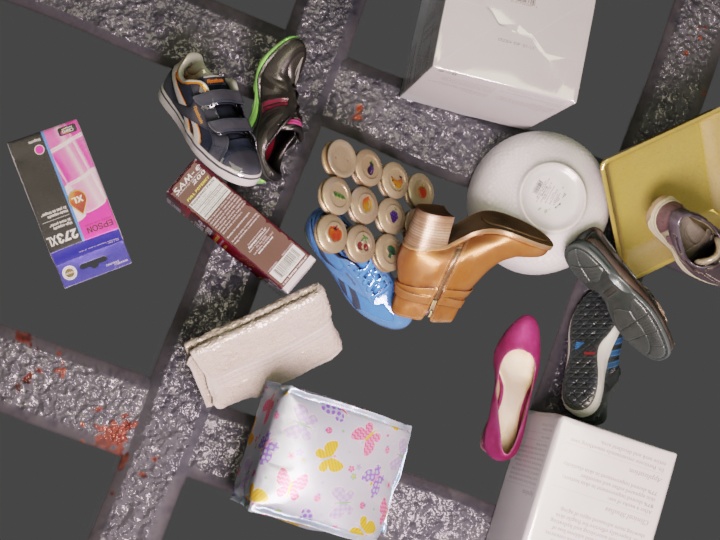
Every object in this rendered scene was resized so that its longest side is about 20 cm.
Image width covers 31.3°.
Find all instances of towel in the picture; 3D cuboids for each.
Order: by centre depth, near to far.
[{"bbox_3d":[-0.123,0.101,1.651,0.200,0.133,0.034,-26,50,-9],"label":"towel"}]

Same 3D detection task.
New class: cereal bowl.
[{"bbox_3d":[0.249,-0.094,1.742,0.200,0.083,0.200,0,88,-10],"label":"cereal bowl"}]

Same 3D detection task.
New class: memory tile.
[{"bbox_3d":[0.022,-0.077,1.676,0.200,0.017,0.154,18,71,-40],"label":"memory tile"}]

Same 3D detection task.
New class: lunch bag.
[{"bbox_3d":[-0.045,0.250,1.649,0.200,0.127,0.170,19,83,-18],"label":"lunch bag"}]

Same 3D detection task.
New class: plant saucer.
[{"bbox_3d":[0.417,-0.110,1.756,0.200,0.048,0.200,-25,123,-10],"label":"plant saucer"}]

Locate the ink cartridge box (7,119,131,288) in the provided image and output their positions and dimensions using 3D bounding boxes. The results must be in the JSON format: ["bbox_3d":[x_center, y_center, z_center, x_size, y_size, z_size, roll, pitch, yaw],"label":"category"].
[{"bbox_3d":[-0.375,-0.086,1.659,0.095,0.037,0.200,-21,93,-10],"label":"ink cartridge box"}]

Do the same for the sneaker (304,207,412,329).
[{"bbox_3d":[0.000,0.000,1.697,0.066,0.078,0.200,-41,96,-11],"label":"sneaker"}]

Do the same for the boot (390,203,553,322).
[{"bbox_3d":[0.141,0.000,1.682,0.200,0.074,0.155,10,112,-10],"label":"boot"}]

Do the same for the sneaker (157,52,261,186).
[{"bbox_3d":[-0.185,-0.196,1.630,0.200,0.078,0.079,49,124,24],"label":"sneaker"}]

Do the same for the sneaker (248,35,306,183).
[{"bbox_3d":[-0.102,-0.207,1.680,0.084,0.077,0.200,18,94,28],"label":"sneaker"}]

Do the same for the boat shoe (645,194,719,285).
[{"bbox_3d":[0.465,-0.030,1.750,0.072,0.065,0.200,-48,124,5],"label":"boat shoe"}]

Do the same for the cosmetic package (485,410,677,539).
[{"bbox_3d":[0.284,0.304,1.685,0.167,0.166,0.200,20,83,-8],"label":"cosmetic package"}]

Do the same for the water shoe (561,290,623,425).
[{"bbox_3d":[0.322,0.115,1.758,0.071,0.079,0.200,6,62,33],"label":"water shoe"}]

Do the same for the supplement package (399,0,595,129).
[{"bbox_3d":[0.174,-0.290,1.679,0.191,0.200,0.147,13,84,-9],"label":"supplement package"}]

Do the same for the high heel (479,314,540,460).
[{"bbox_3d":[0.207,0.155,1.714,0.067,0.096,0.200,23,84,-8],"label":"high heel"}]

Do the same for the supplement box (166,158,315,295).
[{"bbox_3d":[-0.156,-0.053,1.656,0.200,0.109,0.061,41,82,-5],"label":"supplement box"}]

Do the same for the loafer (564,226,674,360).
[{"bbox_3d":[0.355,0.027,1.703,0.200,0.072,0.063,50,55,-6],"label":"loafer"}]
